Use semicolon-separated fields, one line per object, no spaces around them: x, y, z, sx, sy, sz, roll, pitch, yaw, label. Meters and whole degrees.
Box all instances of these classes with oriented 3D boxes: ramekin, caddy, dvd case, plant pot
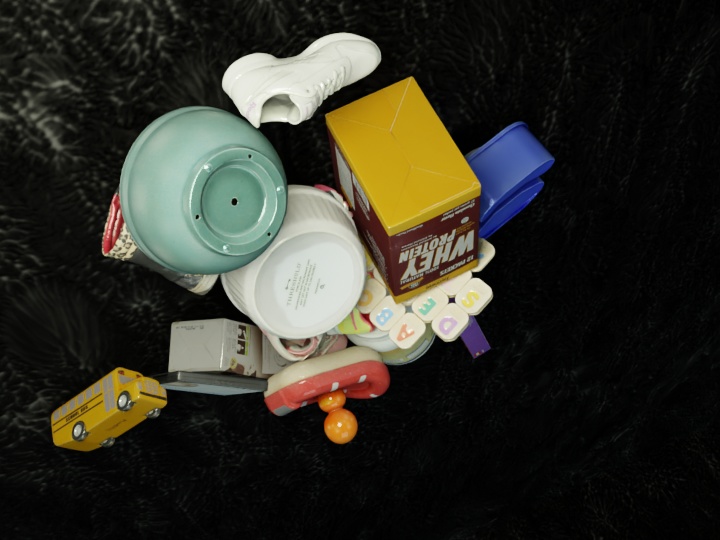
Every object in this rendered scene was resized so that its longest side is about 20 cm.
-0.081;-0.002;1.436;0.199;0.094;0.205;-11;121;-19;ramekin
0.193;-0.137;1.622;0.199;0.105;0.142;-37;161;-23;caddy
-0.241;0.174;1.671;0.141;0.018;0.199;9;169;-24;dvd case
-0.163;-0.086;1.261;0.197;0.134;0.204;-6;102;-28;plant pot

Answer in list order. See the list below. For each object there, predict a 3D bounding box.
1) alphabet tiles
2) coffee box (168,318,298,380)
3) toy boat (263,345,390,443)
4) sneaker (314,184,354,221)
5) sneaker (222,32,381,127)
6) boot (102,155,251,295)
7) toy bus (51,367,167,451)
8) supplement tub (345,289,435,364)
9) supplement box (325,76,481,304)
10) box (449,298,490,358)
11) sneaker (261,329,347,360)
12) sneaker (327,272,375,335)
0.087;0.006;1.534;0.196;0.200;0.015;-45;154;-8;alphabet tiles
-0.188;0.131;1.696;0.112;0.081;0.199;-6;166;35;coffee box
-0.041;0.197;1.649;0.198;0.133;0.130;-13;168;-35;toy boat
-0.059;-0.021;1.533;0.074;0.080;0.203;-18;119;-45;sneaker
-0.059;-0.216;1.287;0.197;0.100;0.075;-19;148;-19;sneaker
-0.222;-0.082;1.346;0.149;0.073;0.203;18;98;-35;boot
-0.384;0.212;1.662;0.199;0.079;0.065;-33;145;27;toy bus
0.041;0.066;1.745;0.143;0.146;0.200;-31;161;4;supplement tub
0.059;-0.104;1.465;0.131;0.199;0.201;-24;152;-9;supplement box
0.158;0.056;1.868;0.039;0.138;0.200;-30;151;3;box
-0.079;0.108;1.656;0.076;0.105;0.199;-50;133;7;sneaker
0.000;0.000;1.613;0.078;0.089;0.204;-19;116;-66;sneaker
